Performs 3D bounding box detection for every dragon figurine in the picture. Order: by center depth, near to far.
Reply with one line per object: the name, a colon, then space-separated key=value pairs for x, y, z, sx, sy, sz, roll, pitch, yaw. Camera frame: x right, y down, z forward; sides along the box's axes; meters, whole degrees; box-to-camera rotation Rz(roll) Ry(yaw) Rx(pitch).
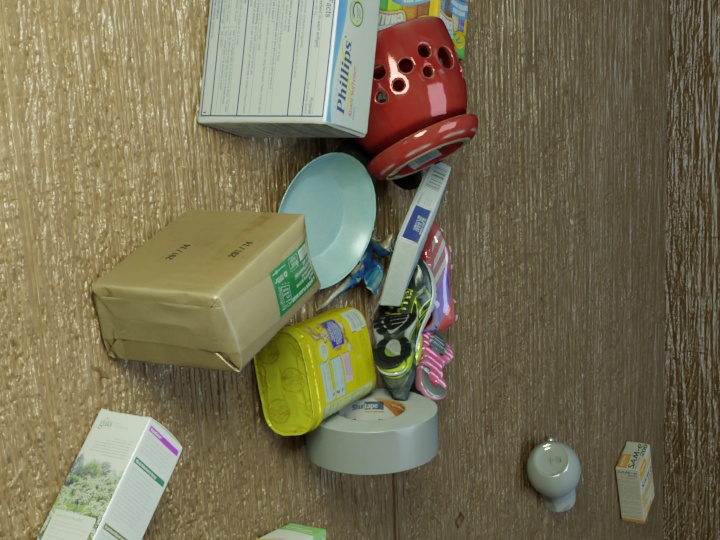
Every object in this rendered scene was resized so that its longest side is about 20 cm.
dragon figurine: x=0.000 y=0.000 z=1.732 sx=0.100 sy=0.058 sz=0.201 roll=57 pitch=45 yaw=-47

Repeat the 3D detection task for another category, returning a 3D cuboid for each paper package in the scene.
paper package: x=-0.174 y=0.019 z=1.290 sx=0.200 sy=0.189 sz=0.104 roll=-47 pitch=133 yaw=-49

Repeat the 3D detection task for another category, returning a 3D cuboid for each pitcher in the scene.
pitcher: x=0.444 y=0.445 z=2.554 sx=0.200 sy=0.120 sz=0.173 roll=64 pitch=20 yaw=-58

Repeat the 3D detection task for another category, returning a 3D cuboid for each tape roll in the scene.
tape roll: x=0.017 y=0.236 z=1.651 sx=0.200 sy=0.199 sz=0.067 roll=-23 pitch=113 yaw=-58

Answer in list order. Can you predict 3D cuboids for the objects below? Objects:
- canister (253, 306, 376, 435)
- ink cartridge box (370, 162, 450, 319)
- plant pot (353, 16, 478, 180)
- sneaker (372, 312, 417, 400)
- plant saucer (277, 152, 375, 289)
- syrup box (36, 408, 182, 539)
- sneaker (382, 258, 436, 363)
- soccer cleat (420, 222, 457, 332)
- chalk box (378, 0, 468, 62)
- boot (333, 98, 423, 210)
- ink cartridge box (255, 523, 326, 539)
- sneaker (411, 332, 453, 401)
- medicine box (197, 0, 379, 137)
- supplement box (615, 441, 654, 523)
canister: x=-0.061 y=0.140 z=1.606 sx=0.200 sy=0.086 sz=0.150 roll=-19 pitch=99 yaw=-61
ink cartridge box: x=0.082 y=-0.042 z=1.781 sx=0.201 sy=0.040 sz=0.200 roll=107 pitch=5 yaw=-47
plant pot: x=0.068 y=-0.245 z=1.617 sx=0.200 sy=0.200 sz=0.184 roll=-18 pitch=80 yaw=-59
sneaker: x=0.055 y=0.129 z=1.733 sx=0.200 sy=0.073 sz=0.082 roll=-74 pitch=157 yaw=-63
plant saucer: x=-0.059 y=-0.074 z=1.606 sx=0.200 sy=0.039 sz=0.203 roll=-21 pitch=120 yaw=-40
syrup box: x=-0.284 y=0.263 z=1.240 sx=0.082 sy=0.078 sz=0.201 roll=58 pitch=45 yaw=-46
sneaker: x=0.075 y=0.073 z=1.859 sx=0.084 sy=0.074 sz=0.202 roll=14 pitch=82 yaw=-61
soccer cleat: x=0.119 y=0.010 z=1.943 sx=0.076 sy=0.067 sz=0.202 roll=-16 pitch=101 yaw=-32
chalk box: x=0.093 y=-0.403 z=1.777 sx=0.124 sy=0.124 sz=0.202 roll=11 pitch=83 yaw=-61
boot: x=0.022 y=-0.150 z=1.741 sx=0.200 sy=0.065 sz=0.166 roll=-57 pitch=132 yaw=-45
ink cartridge box: x=-0.127 y=0.440 z=1.558 sx=0.200 sy=0.067 sz=0.118 roll=-6 pitch=100 yaw=-61
sneaker: x=0.104 y=0.178 z=1.945 sx=0.079 sy=0.095 sz=0.200 roll=39 pitch=29 yaw=-10
medicine box: x=-0.090 y=-0.264 z=1.389 sx=0.103 sy=0.199 sz=0.184 roll=9 pitch=86 yaw=-60
supplement box: x=0.806 y=0.620 z=3.248 sx=0.126 sy=0.073 sz=0.201 roll=-50 pitch=135 yaw=-47
